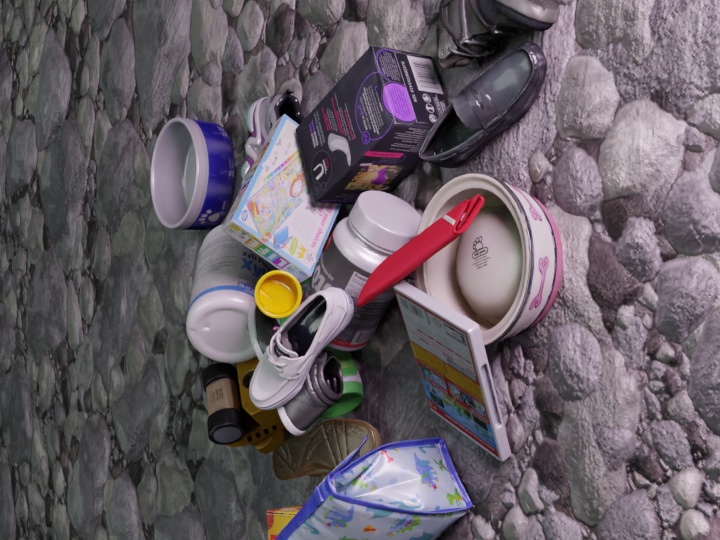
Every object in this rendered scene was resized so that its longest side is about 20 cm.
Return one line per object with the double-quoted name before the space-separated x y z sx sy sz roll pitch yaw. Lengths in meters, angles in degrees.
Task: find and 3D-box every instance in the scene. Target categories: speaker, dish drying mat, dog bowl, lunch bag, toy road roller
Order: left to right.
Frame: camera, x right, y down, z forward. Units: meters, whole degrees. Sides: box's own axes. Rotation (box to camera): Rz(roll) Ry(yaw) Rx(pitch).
"dog bowl" -0.309 -0.175 1.723 0.199 0.078 0.202 -3 86 53
"toy road roller" -0.144 0.202 1.469 0.199 0.146 0.124 -26 48 12
"speaker" -0.064 0.111 1.373 0.089 0.088 0.201 -52 50 39
"lunch bag" 0.006 0.297 1.177 0.170 0.199 0.128 -55 48 38
"dish drying mat" 0.064 -0.022 1.097 0.018 0.077 0.200 42 139 -10
"dog bowl" 0.150 -0.010 1.093 0.199 0.073 0.202 -2 87 55

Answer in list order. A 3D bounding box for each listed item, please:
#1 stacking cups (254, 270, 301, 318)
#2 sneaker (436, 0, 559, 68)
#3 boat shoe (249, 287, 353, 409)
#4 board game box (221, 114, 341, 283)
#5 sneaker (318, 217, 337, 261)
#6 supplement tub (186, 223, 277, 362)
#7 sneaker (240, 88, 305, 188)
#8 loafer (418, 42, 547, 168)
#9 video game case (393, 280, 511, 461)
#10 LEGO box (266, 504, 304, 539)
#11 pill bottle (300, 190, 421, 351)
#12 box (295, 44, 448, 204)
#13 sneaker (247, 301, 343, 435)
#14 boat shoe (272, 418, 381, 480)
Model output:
"stacking cups" -0.107 0.028 1.271 0.200 0.060 0.061 -157 69 -87
"sneaker" 0.153 -0.280 1.098 0.199 0.076 0.115 37 120 52
"boat shoe" -0.091 0.099 1.217 0.074 0.065 0.201 42 107 26
"board game box" -0.095 -0.101 1.306 0.034 0.134 0.201 -30 31 50
"sneaker" -0.075 -0.091 1.404 0.077 0.084 0.202 28 -122 -82
"supplement tub" -0.195 0.032 1.460 0.201 0.131 0.132 -92 27 -51
"sneaker" -0.126 -0.186 1.472 0.139 0.077 0.202 -12 80 54
"loafer" 0.141 -0.188 1.107 0.201 0.070 0.069 -45 64 44
"video game case" 0.108 0.118 1.106 0.143 0.017 0.201 31 146 50
"LEGO box" -0.050 0.419 1.353 0.199 0.077 0.151 -15 77 53
"pill bottle" 0.000 0.000 1.264 0.114 0.113 0.201 56 131 38
"box" 0.016 -0.186 1.253 0.200 0.105 0.123 -38 60 46
"sneaker" -0.084 0.115 1.293 0.099 0.071 0.201 -32 65 18
"boat shoe" -0.040 0.255 1.354 0.199 0.066 0.075 -20 72 38
